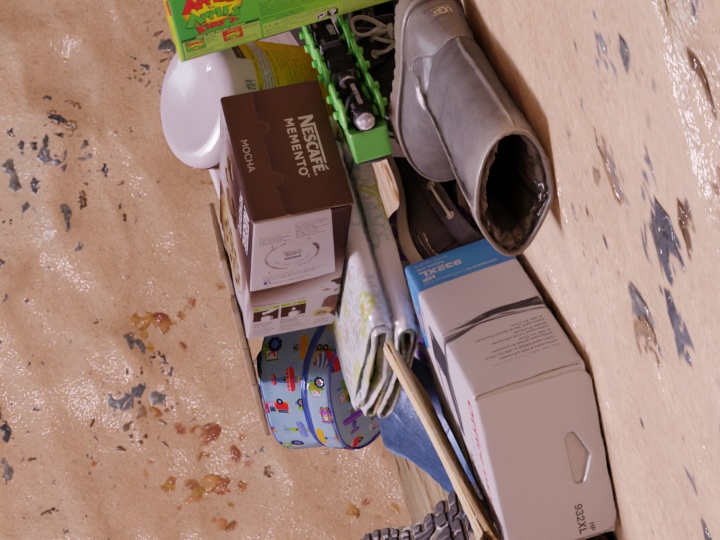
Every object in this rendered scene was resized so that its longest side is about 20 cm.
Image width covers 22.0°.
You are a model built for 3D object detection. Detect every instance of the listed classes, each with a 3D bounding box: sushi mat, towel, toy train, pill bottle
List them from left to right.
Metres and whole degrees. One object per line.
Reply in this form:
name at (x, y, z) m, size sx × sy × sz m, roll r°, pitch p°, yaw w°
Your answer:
pill bottle at (-0.061, -0.135, 1.564) m, size 0.109 × 0.199 × 0.110 m, roll -2°, pitch 87°, yaw 51°
toy train at (-0.011, -0.142, 1.424) m, size 0.200 × 0.041 × 0.057 m, roll -111°, pitch 6°, yaw -60°
towel at (0.000, 0.000, 1.512) m, size 0.172 × 0.048 × 0.201 m, roll 101°, pitch 155°, yaw -61°
sushi mat at (0.069, 0.143, 1.377) m, size 0.096 × 0.012 × 0.201 m, roll 55°, pitch -175°, yaw -46°
towel at (0.089, 0.156, 1.567) m, size 0.200 × 0.048 × 0.112 m, roll 39°, pitch 153°, yaw 35°

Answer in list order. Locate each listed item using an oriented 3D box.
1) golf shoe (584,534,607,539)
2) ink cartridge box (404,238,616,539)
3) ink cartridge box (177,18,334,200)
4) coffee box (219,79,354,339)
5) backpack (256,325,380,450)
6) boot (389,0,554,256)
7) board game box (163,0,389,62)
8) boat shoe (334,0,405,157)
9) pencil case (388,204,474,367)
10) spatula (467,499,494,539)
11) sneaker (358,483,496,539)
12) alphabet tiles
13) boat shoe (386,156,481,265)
golf shoe at (0.143, 0.203, 1.389) m, size 0.201 × 0.072 × 0.093 m, roll -112°, pitch 5°, yaw -48°
ink cartridge box at (0.107, 0.088, 1.343) m, size 0.200 × 0.083 × 0.146 m, roll -115°, pitch 10°, yaw -61°
ink cartridge box at (-0.056, -0.157, 1.710) m, size 0.146 × 0.198 × 0.084 m, roll 79°, pitch 173°, yaw -54°
coffee box at (-0.062, -0.044, 1.450) m, size 0.200 × 0.079 × 0.114 m, roll 100°, pitch 157°, yaw -63°
backpack at (-0.001, 0.078, 1.731) m, size 0.134 × 0.200 × 0.184 m, roll 17°, pitch 134°, yaw 32°
boot at (0.079, -0.081, 1.262) m, size 0.183 × 0.072 × 0.201 m, roll 75°, pitch 169°, yaw -45°
board game box at (-0.055, -0.230, 1.427) m, size 0.102 × 0.198 × 0.048 m, roll 84°, pitch 168°, yaw -68°
boat shoe at (0.021, -0.181, 1.515) m, size 0.068 × 0.073 × 0.201 m, roll 96°, pitch 170°, yaw -49°
pencil case at (0.068, 0.032, 1.607) m, size 0.084 × 0.085 × 0.201 m, roll -71°, pitch -21°, yaw -46°
spatula at (0.084, 0.208, 1.371) m, size 0.200 × 0.056 × 0.021 m, roll -58°, pitch -9°, yaw -72°
sneaker at (0.087, 0.231, 1.518) m, size 0.090 × 0.199 × 0.079 m, roll 29°, pitch -130°, yaw -43°
alphabet tiles at (-0.106, 0.041, 1.607) m, size 0.200 × 0.006 × 0.168 m, roll -111°, pitch 9°, yaw -65°
boat shoe at (0.064, -0.080, 1.520) m, size 0.072 × 0.063 × 0.201 m, roll 34°, pitch -146°, yaw -35°
